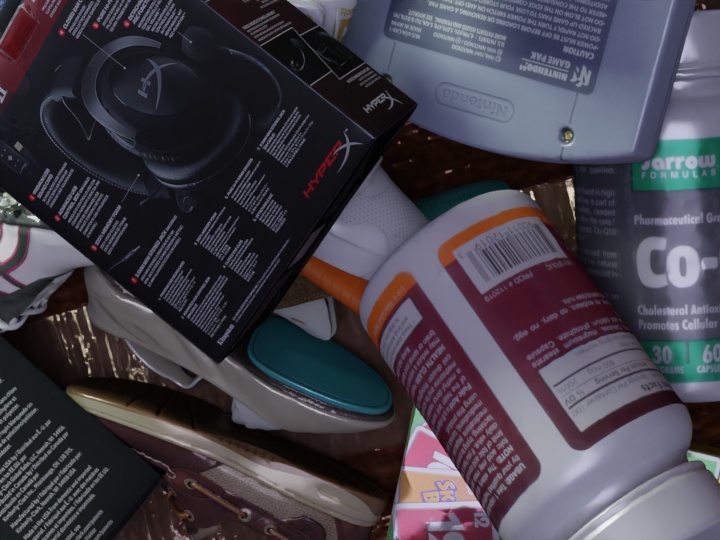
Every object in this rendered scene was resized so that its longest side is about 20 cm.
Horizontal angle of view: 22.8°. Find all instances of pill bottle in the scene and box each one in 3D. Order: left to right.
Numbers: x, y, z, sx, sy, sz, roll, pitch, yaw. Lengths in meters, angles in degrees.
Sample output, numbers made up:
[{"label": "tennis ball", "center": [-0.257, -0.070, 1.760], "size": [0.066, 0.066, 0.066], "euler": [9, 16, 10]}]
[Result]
[{"label": "pill bottle", "center": [0.095, 0.069, 0.899], "size": [0.114, 0.114, 0.201], "euler": [-38, 68, 10]}, {"label": "pill bottle", "center": [0.171, -0.037, 0.963], "size": [0.112, 0.113, 0.203], "euler": [-3, 97, 7]}]

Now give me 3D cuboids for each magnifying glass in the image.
[{"label": "magnifying glass", "center": [-0.062, -0.033, 0.996], "size": [0.199, 0.022, 0.080], "euler": [34, 74, 29]}]

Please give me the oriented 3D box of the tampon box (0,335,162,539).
[{"label": "tampon box", "center": [-0.246, 0.124, 1.007], "size": [0.200, 0.126, 0.150], "euler": [42, 127, 0]}]

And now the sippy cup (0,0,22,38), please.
[{"label": "sippy cup", "center": [-0.231, -0.170, 0.996], "size": [0.178, 0.139, 0.131], "euler": [47, 116, 38]}]

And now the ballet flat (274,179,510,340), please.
[{"label": "ballet flat", "center": [0.000, 0.000, 1.023], "size": [0.198, 0.068, 0.073], "euler": [-10, 115, 4]}]

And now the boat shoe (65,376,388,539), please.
[{"label": "boat shoe", "center": [-0.086, 0.124, 1.041], "size": [0.198, 0.072, 0.073], "euler": [22, 98, -2]}]

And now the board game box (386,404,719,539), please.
[{"label": "board game box", "center": [0.120, 0.133, 1.037], "size": [0.198, 0.030, 0.097], "euler": [12, 99, 3]}]

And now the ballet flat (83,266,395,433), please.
[{"label": "ballet flat", "center": [-0.075, 0.051, 1.038], "size": [0.199, 0.069, 0.070], "euler": [31, 100, 4]}]

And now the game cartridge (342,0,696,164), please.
[{"label": "game cartridge", "center": [0.078, -0.130, 0.935], "size": [0.199, 0.041, 0.135], "euler": [21, 105, 34]}]

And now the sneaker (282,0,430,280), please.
[{"label": "sneaker", "center": [-0.022, -0.085, 0.928], "size": [0.199, 0.074, 0.116], "euler": [35, 117, -6]}]

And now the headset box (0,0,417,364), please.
[{"label": "headset box", "center": [-0.097, -0.079, 0.879], "size": [0.199, 0.077, 0.149], "euler": [38, 115, 5]}]

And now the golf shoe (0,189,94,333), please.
[{"label": "golf shoe", "center": [-0.185, -0.011, 1.013], "size": [0.198, 0.077, 0.089], "euler": [3, 110, 38]}]
